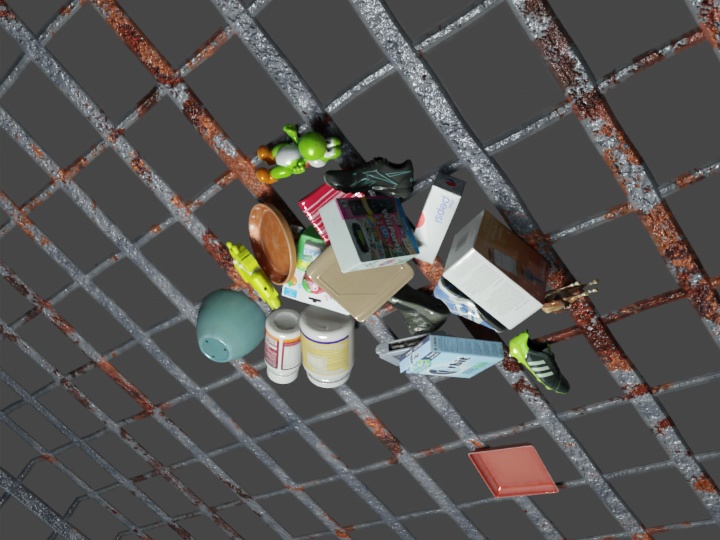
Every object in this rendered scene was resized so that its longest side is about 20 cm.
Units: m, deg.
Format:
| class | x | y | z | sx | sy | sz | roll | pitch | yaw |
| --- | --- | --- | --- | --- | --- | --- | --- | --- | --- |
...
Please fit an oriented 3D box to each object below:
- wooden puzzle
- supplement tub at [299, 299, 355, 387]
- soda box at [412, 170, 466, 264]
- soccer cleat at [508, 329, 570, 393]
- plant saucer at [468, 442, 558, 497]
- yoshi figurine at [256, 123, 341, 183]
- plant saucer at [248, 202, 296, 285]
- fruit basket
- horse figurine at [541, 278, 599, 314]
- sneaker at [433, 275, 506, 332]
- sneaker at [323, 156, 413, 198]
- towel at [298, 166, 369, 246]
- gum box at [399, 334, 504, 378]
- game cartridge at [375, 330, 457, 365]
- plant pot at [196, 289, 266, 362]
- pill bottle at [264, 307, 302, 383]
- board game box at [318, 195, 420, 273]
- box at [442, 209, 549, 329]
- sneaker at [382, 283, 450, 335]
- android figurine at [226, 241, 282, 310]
| class | x | y | z | sx | sy | sz | roll | pitch | yaw |
| --- | --- | --- | --- | --- | --- | --- | --- | --- | --- |
| wooden puzzle | 0.000 | 0.000 | 1.636 | 0.185 | 0.037 | 0.200 | -42 | 117 | 8 |
| supplement tub | -0.084 | 0.192 | 1.836 | 0.144 | 0.146 | 0.202 | 11 | 130 | 13 |
| soda box | 0.165 | -0.113 | 1.550 | 0.068 | 0.064 | 0.201 | 22 | 131 | 3 |
| soccer cleat | 0.447 | 0.224 | 1.711 | 0.199 | 0.068 | 0.081 | 39 | 118 | -11 |
| plant saucer | 0.436 | 0.561 | 2.000 | 0.198 | 0.037 | 0.201 | -16 | 120 | 32 |
| yoshi figurine | -0.141 | -0.256 | 1.530 | 0.198 | 0.112 | 0.113 | -12 | 116 | 25 |
| plant saucer | -0.208 | -0.066 | 1.695 | 0.200 | 0.032 | 0.202 | 32 | 131 | 46 |
| fruit basket | -0.099 | 0.002 | 1.710 | 0.183 | 0.094 | 0.202 | 16 | 113 | 9 |
| horse figurine | 0.440 | 0.060 | 1.528 | 0.132 | 0.199 | 0.050 | -28 | 78 | 32 |
| sneaker | 0.262 | 0.079 | 1.669 | 0.199 | 0.076 | 0.077 | 37 | 144 | -3 |
| sneaker | 0.020 | -0.209 | 1.518 | 0.197 | 0.076 | 0.080 | 3 | 119 | -9 |
| towel | -0.033 | -0.119 | 1.602 | 0.144 | 0.023 | 0.201 | -35 | 114 | 1 |
| gum box | 0.219 | 0.213 | 1.717 | 0.198 | 0.045 | 0.170 | 8 | 153 | -21 |
| game cartridge | 0.154 | 0.199 | 1.779 | 0.198 | 0.042 | 0.133 | -15 | 158 | 26 |
| plant pot | -0.372 | 0.173 | 1.942 | 0.198 | 0.135 | 0.202 | 11 | 130 | 13 |
| pill bottle | -0.208 | 0.209 | 1.922 | 0.108 | 0.110 | 0.202 | 16 | 131 | 8 |
| board game box | 0.022 | -0.082 | 1.508 | 0.064 | 0.199 | 0.149 | -30 | 77 | 40 |
| box | 0.296 | -0.003 | 1.527 | 0.199 | 0.153 | 0.106 | 37 | 131 | -11 |
| sneaker | 0.113 | 0.095 | 1.727 | 0.198 | 0.077 | 0.115 | 23 | 132 | 2 |
| android figurine | -0.272 | 0.009 | 1.777 | 0.201 | 0.041 | 0.182 | 59 | 166 | -29 |
